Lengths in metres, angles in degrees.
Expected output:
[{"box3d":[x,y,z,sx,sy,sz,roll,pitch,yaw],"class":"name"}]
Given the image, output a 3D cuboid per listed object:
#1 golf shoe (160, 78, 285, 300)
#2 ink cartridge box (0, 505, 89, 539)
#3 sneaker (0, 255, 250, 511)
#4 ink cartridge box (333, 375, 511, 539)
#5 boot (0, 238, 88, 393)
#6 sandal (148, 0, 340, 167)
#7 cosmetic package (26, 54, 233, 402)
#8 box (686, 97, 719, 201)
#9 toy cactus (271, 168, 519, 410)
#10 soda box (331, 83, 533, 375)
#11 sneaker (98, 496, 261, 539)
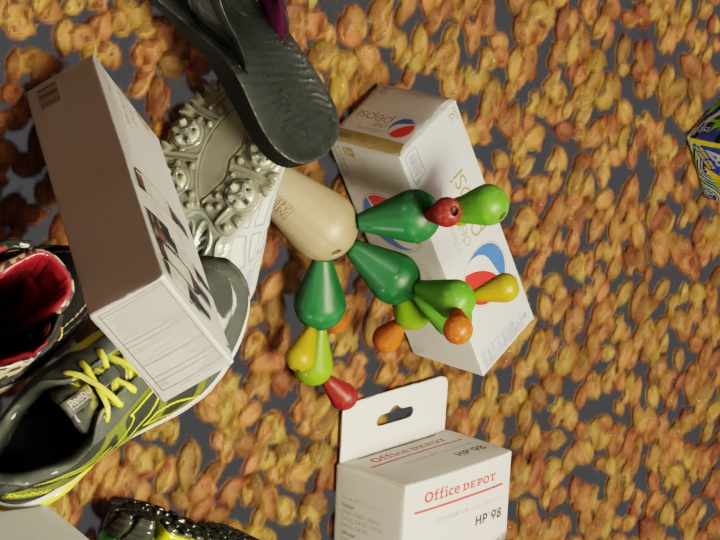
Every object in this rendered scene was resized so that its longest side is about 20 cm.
[{"box3d":[-0.089,-0.028,1.513,0.097,0.078,0.200,52,57,-75],"class":"golf shoe"},{"box3d":[-0.233,0.243,1.376,0.144,0.085,0.200,-2,116,-48],"class":"ink cartridge box"},{"box3d":[-0.141,0.069,1.404,0.200,0.074,0.085,-44,179,-4],"class":"sneaker"},{"box3d":[0.042,0.185,1.714,0.116,0.067,0.200,-14,112,-45],"class":"ink cartridge box"},{"box3d":[-0.198,0.025,1.322,0.200,0.151,0.073,-24,89,-37],"class":"boot"},{"box3d":[-0.070,-0.154,1.443,0.201,0.048,0.075,54,54,-14],"class":"sandal"},{"box3d":[-0.129,-0.027,1.360,0.051,0.200,0.083,-28,134,5],"class":"cosmetic package"},{"box3d":[0.346,-0.138,1.958,0.200,0.064,0.070,-47,133,-28],"class":"box"},{"box3d":[0.000,0.000,1.570,0.165,0.200,0.102,38,40,-15],"class":"toy cactus"},{"box3d":[0.049,-0.026,1.653,0.064,0.068,0.200,-46,133,-29],"class":"soda box"},{"box3d":[-0.098,0.207,1.568,0.200,0.078,0.085,22,92,-41],"class":"sneaker"}]
